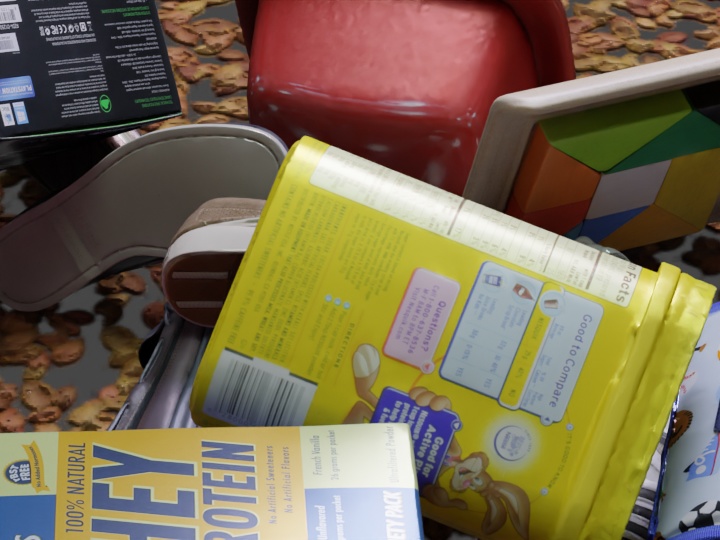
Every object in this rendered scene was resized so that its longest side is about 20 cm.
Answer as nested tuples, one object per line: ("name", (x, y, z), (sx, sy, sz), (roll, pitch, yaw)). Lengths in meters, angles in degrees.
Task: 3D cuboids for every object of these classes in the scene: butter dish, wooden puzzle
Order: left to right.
("butter dish", (0.012, -0.074, 1.675), (0.199, 0.200, 0.148), (11, 61, 15))
("wooden puzzle", (0.142, -0.053, 1.629), (0.185, 0.200, 0.037), (-14, 65, -19))

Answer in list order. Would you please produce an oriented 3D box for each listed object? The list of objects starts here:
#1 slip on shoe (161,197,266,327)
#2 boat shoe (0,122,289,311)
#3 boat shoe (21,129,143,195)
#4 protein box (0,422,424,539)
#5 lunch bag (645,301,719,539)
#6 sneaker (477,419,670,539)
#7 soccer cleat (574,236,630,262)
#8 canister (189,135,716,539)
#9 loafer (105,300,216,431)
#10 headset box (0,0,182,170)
("slip on shoe", (0.000, 0.000, 1.526), (0.199, 0.076, 0.061), (3, 38, 12))
("boat shoe", (-0.115, -0.037, 1.628), (0.200, 0.073, 0.063), (-23, 7, 28))
("boat shoe", (-0.171, -0.096, 1.762), (0.075, 0.075, 0.202), (-17, 41, -40))
("protein box", (-0.074, 0.185, 1.269), (0.198, 0.200, 0.135), (-1, 36, -4))
("lunch bag", (0.236, 0.095, 1.355), (0.199, 0.124, 0.170), (12, 43, 6))
("sneaker", (0.060, 0.087, 1.421), (0.200, 0.076, 0.115), (19, 41, 22))
("soccer cleat", (0.142, 0.025, 1.578), (0.199, 0.070, 0.086), (18, 55, 2))
("canister", (0.040, 0.039, 1.334), (0.200, 0.087, 0.149), (22, 82, 4))
("loafer", (-0.097, 0.050, 1.569), (0.063, 0.072, 0.200), (4, 39, 10))
("headset box", (-0.233, -0.098, 1.634), (0.200, 0.093, 0.174), (-14, -1, 31))
